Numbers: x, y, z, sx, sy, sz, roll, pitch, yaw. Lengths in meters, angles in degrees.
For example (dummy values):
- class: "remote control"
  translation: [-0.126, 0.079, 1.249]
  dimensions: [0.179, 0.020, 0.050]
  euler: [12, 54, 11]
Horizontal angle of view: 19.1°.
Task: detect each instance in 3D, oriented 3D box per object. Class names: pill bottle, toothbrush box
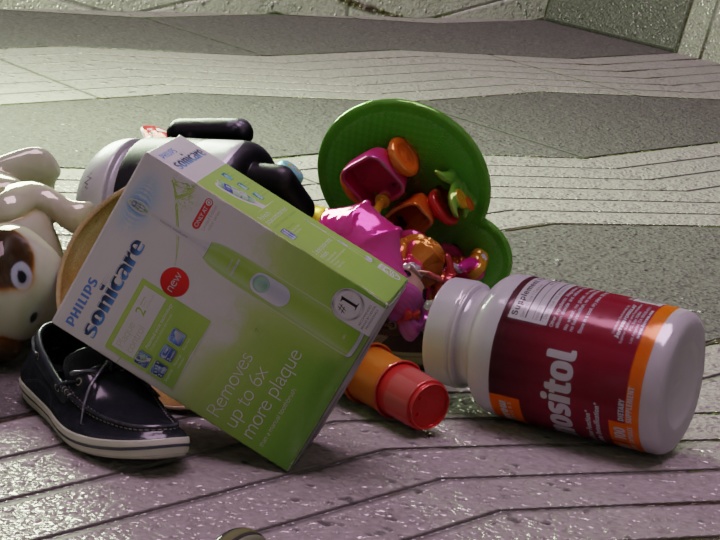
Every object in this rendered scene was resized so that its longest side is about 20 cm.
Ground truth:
- class: "pill bottle"
  translation: [0.155, 0.066, 1.640]
  dimensions: [0.200, 0.113, 0.113]
  euler: [12, 15, 26]
- class: "toothbrush box"
  translation: [-0.090, 0.021, 1.506]
  dimensions: [0.200, 0.146, 0.086]
  euler: [33, 16, 4]

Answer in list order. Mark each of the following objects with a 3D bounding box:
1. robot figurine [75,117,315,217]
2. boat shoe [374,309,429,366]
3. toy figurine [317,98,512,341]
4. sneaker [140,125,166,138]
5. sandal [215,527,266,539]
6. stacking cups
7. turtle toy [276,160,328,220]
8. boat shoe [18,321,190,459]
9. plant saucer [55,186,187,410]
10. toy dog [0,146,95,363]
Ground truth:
- class: "robot figurine"
  translation: [-0.142, -0.049, 1.794]
  dimensions: [0.200, 0.125, 0.150]
  euler: [3, 24, 24]
- class: "boat shoe"
  translation: [0.013, 0.035, 1.790]
  dimensions: [0.199, 0.072, 0.072]
  euler: [4, 13, -6]
- class: "toy figurine"
  translation: [0.026, -0.010, 1.708]
  dimensions: [0.150, 0.200, 0.184]
  euler: [-29, 19, 32]
- class: "sneaker"
  translation: [-0.233, -0.114, 2.304]
  dimensions: [0.112, 0.071, 0.200]
  euler: [21, 12, 36]
- class: "sandal"
  translation: [-0.074, 0.200, 1.090]
  dimensions: [0.057, 0.080, 0.201]
  euler: [24, 21, 0]
- class: "stacking cups"
  translation: [-0.002, 0.073, 1.667]
  dimensions: [0.060, 0.061, 0.200]
  euler: [-5, 20, -39]
- class: "turtle toy"
  translation: [-0.122, -0.042, 1.944]
  dimensions: [0.145, 0.101, 0.200]
  euler: [7, 35, 37]
- class: "boat shoe"
  translation: [-0.184, 0.086, 1.516]
  dimensions: [0.074, 0.062, 0.200]
  euler: [-1, 16, -33]
- class: "plant saucer"
  translation: [-0.133, 0.020, 1.642]
  dimensions: [0.200, 0.201, 0.035]
  euler: [7, -25, 3]
- class: "toy dog"
  translation: [-0.295, -0.008, 1.702]
  dimensions: [0.193, 0.140, 0.200]
  euler: [-2, 17, -16]
